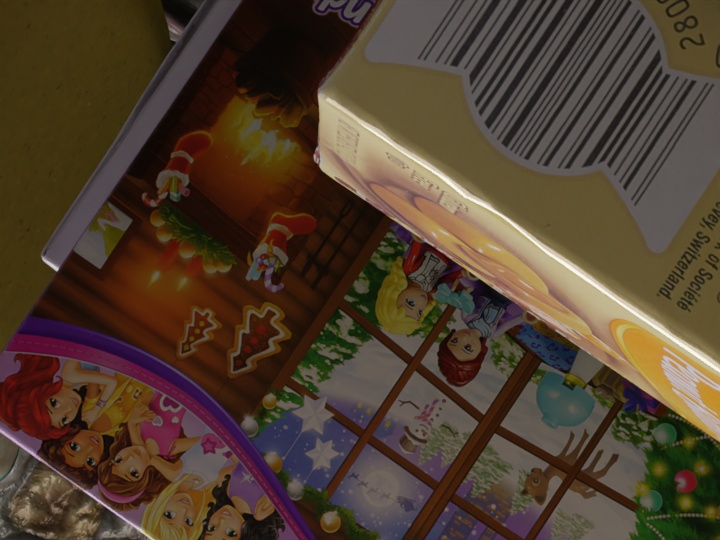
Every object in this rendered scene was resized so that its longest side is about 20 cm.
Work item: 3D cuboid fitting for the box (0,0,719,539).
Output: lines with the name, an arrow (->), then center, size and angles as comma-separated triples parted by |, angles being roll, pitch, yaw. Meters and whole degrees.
box -> 0.034, 0.030, 0.611 | 0.199, 0.137, 0.039 | 34, 177, 5

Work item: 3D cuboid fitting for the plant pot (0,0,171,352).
plant pot -> -0.175, -0.069, 0.871 | 0.194, 0.196, 0.200 | 32, 179, 42

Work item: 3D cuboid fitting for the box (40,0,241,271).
box -> 0.034, 0.015, 0.693 | 0.199, 0.102, 0.113 | 34, 177, 5

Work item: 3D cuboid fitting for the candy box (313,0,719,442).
candy box -> 0.087, 0.011, 0.489 | 0.199, 0.055, 0.115 | 35, 177, 2

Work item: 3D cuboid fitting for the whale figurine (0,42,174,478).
whale figurine -> -0.112, 0.003, 1.029 | 0.159, 0.200, 0.104 | 35, 145, 5
